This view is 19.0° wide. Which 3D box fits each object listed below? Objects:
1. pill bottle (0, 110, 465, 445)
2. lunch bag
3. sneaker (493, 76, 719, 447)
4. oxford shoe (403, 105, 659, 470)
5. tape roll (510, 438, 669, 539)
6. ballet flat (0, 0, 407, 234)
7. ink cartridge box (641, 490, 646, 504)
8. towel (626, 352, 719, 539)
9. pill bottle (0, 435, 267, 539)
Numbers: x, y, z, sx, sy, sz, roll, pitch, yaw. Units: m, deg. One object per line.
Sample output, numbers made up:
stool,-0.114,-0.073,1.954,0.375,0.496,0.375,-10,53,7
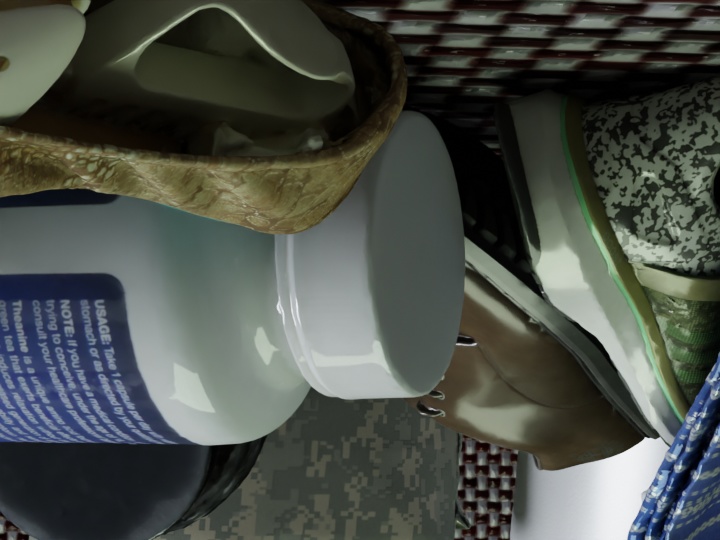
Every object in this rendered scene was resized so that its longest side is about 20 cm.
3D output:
pill bottle,-0.075,-0.003,0.647,0.200,0.111,0.111,-1,174,21
lunch bag,-0.045,0.057,1.002,0.200,0.164,0.118,4,177,-18
sneaker,0.121,0.001,0.696,0.088,0.077,0.200,-19,146,23
oxford shoe,0.040,0.018,0.736,0.084,0.073,0.200,-31,134,14
tape roll,0.177,0.076,1.044,0.202,0.139,0.203,3,-167,-1
ballet flat,-0.066,-0.051,0.482,0.200,0.071,0.065,2,148,-46
ink cartridge box,0.210,0.093,0.847,0.161,0.050,0.200,-8,171,-6
towel,0.169,0.028,0.694,0.145,0.024,0.200,-18,148,-24
pill bottle,-0.084,0.036,0.819,0.112,0.112,0.200,0,-168,5
